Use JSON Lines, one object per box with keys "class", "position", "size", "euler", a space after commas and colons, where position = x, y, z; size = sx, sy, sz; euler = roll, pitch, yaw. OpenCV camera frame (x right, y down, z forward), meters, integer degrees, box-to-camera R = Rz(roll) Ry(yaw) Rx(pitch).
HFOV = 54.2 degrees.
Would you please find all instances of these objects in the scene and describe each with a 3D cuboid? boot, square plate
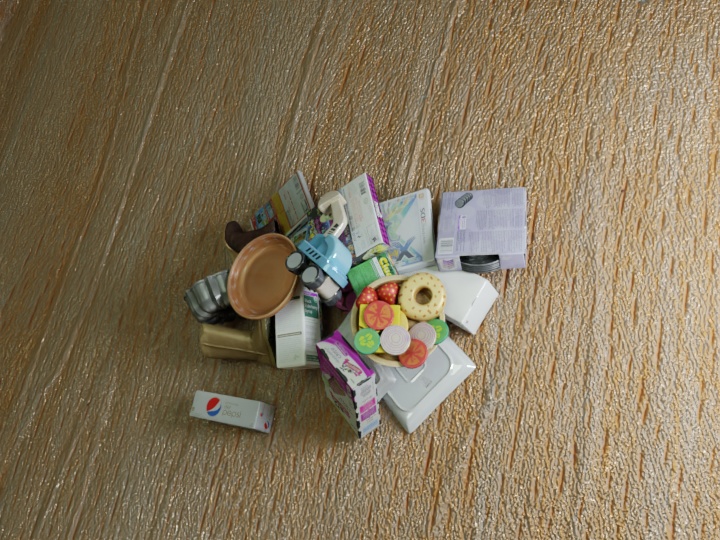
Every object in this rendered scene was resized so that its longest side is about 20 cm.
{"class": "boot", "position": [-0.265, -0.080, 1.776], "size": [0.166, 0.072, 0.202], "euler": [-37, 52, 24]}
{"class": "boot", "position": [-0.286, 0.149, 1.646], "size": [0.197, 0.177, 0.066], "euler": [7, 31, 18]}
{"class": "square plate", "position": [0.111, 0.203, 1.490], "size": [0.200, 0.028, 0.198], "euler": [-46, 55, 6]}

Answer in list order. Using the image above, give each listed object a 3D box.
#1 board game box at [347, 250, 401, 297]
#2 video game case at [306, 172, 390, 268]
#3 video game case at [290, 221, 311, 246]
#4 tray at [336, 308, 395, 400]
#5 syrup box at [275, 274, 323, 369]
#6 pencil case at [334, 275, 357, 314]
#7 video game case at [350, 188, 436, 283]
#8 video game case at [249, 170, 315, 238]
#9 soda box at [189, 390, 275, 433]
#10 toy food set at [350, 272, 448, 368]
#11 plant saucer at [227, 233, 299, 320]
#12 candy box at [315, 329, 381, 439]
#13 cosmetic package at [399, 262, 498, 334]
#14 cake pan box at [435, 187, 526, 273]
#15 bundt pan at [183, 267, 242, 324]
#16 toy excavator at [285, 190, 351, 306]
{"class": "board game box", "position": [0.054, 0.071, 1.489], "size": [0.104, 0.023, 0.202], "euler": [-24, 90, 22]}
{"class": "video game case", "position": [-0.032, -0.092, 1.563], "size": [0.180, 0.036, 0.202], "euler": [-32, 52, 24]}
{"class": "video game case", "position": [-0.096, -0.074, 1.679], "size": [0.199, 0.024, 0.184], "euler": [-24, 45, 33]}
{"class": "tray", "position": [0.000, 0.188, 1.527], "size": [0.108, 0.022, 0.201], "euler": [-54, 53, 35]}
{"class": "syrup box", "position": [-0.138, 0.117, 1.575], "size": [0.081, 0.078, 0.203], "euler": [-10, 75, 28]}
{"class": "pencil case", "position": [0.000, 0.000, 1.602], "size": [0.093, 0.091, 0.201], "euler": [29, 83, 31]}
{"class": "video game case", "position": [0.066, -0.073, 1.537], "size": [0.198, 0.022, 0.184], "euler": [-15, 59, 22]}
{"class": "video game case", "position": [-0.199, -0.139, 1.784], "size": [0.200, 0.017, 0.144], "euler": [-41, 51, 24]}
{"class": "soda box", "position": [-0.300, 0.329, 1.646], "size": [0.198, 0.068, 0.064], "euler": [2, 71, 30]}
{"class": "toy food set", "position": [0.077, 0.099, 1.408], "size": [0.197, 0.049, 0.201], "euler": [0, 68, 5]}
{"class": "plant saucer", "position": [-0.210, 0.016, 1.572], "size": [0.198, 0.037, 0.203], "euler": [-13, 63, 28]}
{"class": "candy box", "position": [-0.024, 0.237, 1.448], "size": [0.061, 0.201, 0.136], "euler": [-30, 52, -19]}
{"class": "cosmetic package", "position": [0.176, 0.037, 1.487], "size": [0.199, 0.085, 0.108], "euler": [32, 86, 35]}
{"class": "cake pan box", "position": [0.253, -0.085, 1.461], "size": [0.182, 0.053, 0.202], "euler": [-5, 49, 17]}
{"class": "bundt pan", "position": [-0.320, 0.071, 1.698], "size": [0.200, 0.201, 0.077], "euler": [-28, 72, 17]}
{"class": "toy excavator", "position": [-0.067, -0.055, 1.498], "size": [0.200, 0.100, 0.194], "euler": [-47, 47, -4]}
